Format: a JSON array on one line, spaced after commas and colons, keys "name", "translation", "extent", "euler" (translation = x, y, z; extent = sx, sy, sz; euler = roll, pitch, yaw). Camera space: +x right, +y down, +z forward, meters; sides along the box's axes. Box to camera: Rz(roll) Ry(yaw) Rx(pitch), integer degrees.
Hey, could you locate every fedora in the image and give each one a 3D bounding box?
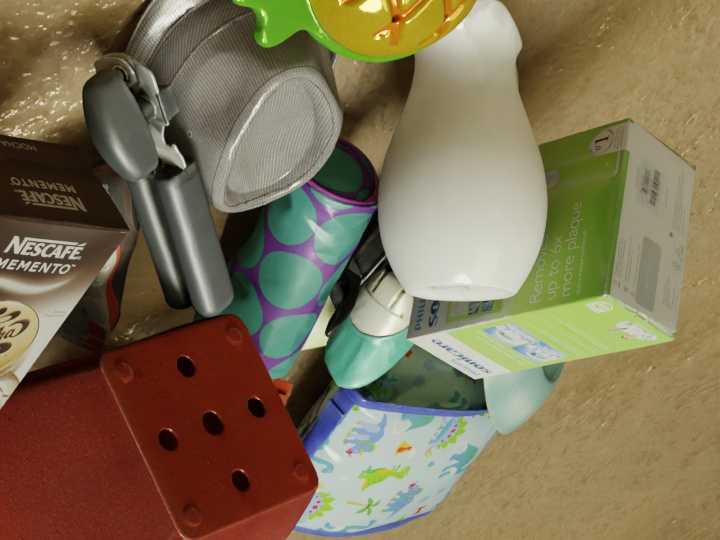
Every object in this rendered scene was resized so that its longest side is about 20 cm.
[{"name": "fedora", "translation": [-0.072, -0.113, 1.387], "extent": [0.176, 0.090, 0.200], "euler": [-14, 144, -32]}]

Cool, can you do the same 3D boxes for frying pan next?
[{"name": "frying pan", "translation": [-0.007, 0.007, 1.608], "extent": [0.190, 0.031, 0.115], "euler": [-49, -179, -39]}]

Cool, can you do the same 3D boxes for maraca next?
[{"name": "maraca", "translation": [0.002, -0.199, 1.319], "extent": [0.199, 0.107, 0.138], "euler": [-6, 109, -38]}]

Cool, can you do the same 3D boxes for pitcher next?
[{"name": "pitcher", "translation": [0.083, -0.079, 1.505], "extent": [0.121, 0.201, 0.171], "euler": [-2, 170, 23]}]

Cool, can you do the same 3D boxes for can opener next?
[{"name": "can opener", "translation": [-0.138, -0.048, 1.348], "extent": [0.067, 0.053, 0.201], "euler": [-43, 132, -37]}]

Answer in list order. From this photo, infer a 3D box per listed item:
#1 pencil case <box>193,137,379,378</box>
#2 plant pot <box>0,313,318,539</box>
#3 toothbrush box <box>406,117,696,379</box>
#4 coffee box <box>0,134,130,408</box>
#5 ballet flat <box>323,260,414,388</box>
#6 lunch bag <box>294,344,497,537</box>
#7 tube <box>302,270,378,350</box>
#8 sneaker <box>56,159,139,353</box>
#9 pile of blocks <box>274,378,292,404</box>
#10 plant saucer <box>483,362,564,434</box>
[{"name": "pencil case", "translation": [-0.059, -0.009, 1.550], "extent": [0.085, 0.092, 0.200], "euler": [-35, 160, -52]}, {"name": "plant pot", "translation": [-0.150, 0.136, 1.411], "extent": [0.200, 0.201, 0.176], "euler": [-17, 167, -47]}, {"name": "toothbrush box", "translation": [0.142, -0.013, 1.555], "extent": [0.086, 0.146, 0.199], "euler": [29, 151, -35]}, {"name": "coffee box", "translation": [-0.248, 0.014, 1.272], "extent": [0.113, 0.080, 0.200], "euler": [6, 130, -48]}, {"name": "ballet flat", "translation": [0.039, 0.007, 1.665], "extent": [0.200, 0.067, 0.071], "euler": [-46, 158, -20]}, {"name": "lunch bag", "translation": [0.013, 0.141, 1.798], "extent": [0.200, 0.128, 0.170], "euler": [-13, 145, -50]}, {"name": "tube", "translation": [0.041, 0.024, 1.741], "extent": [0.199, 0.058, 0.052], "euler": [-8, -179, -30]}, {"name": "sneaker", "translation": [-0.182, -0.011, 1.441], "extent": [0.082, 0.077, 0.200], "euler": [-55, 178, -30]}, {"name": "pile of blocks", "translation": [-0.094, 0.117, 1.627], "extent": [0.200, 0.062, 0.083], "euler": [-22, 126, -76]}, {"name": "plant saucer", "translation": [0.148, 0.039, 1.743], "extent": [0.038, 0.202, 0.201], "euler": [4, 157, 20]}]
